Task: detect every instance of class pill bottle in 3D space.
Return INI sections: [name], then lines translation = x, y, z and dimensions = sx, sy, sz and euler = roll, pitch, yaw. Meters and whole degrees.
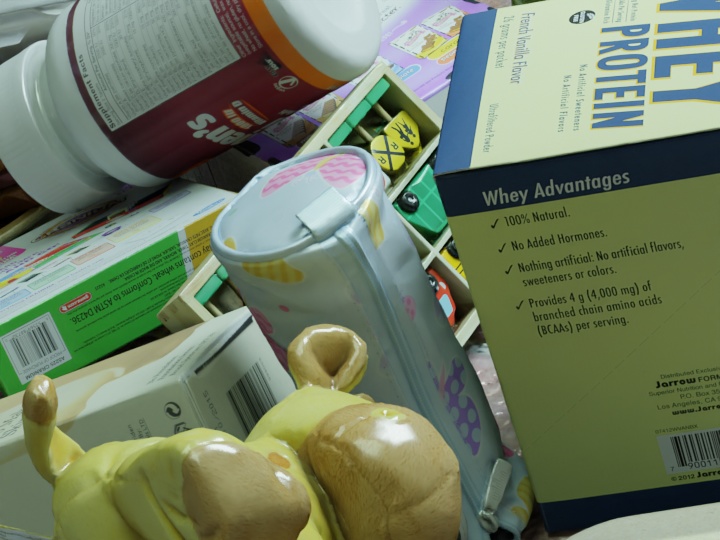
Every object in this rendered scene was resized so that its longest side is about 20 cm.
[pill bottle]
translation = -0.097, -0.112, 1.387
dimensions = 0.199, 0.110, 0.110
euler = -27, 27, 26

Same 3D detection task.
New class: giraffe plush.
[giraffe plush]
translation = -0.029, 0.106, 1.028
dimensions = 0.161, 0.174, 0.200
euler = -19, 29, -34

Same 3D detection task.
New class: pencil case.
[pencil case]
translation = 0.008, 0.043, 1.158
dimensions = 0.083, 0.201, 0.091
euler = -28, 26, -2

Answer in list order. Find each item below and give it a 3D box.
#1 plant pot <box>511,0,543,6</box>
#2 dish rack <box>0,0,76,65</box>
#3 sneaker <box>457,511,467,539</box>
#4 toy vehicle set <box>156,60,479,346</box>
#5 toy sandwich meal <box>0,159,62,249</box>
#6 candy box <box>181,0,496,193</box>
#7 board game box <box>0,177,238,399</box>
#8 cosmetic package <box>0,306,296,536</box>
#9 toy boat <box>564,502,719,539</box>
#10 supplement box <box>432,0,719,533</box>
[plant pot]
translation = 0.153, -0.220, 1.471
dimensions = 0.199, 0.191, 0.201
euler = -14, 33, 10
[dish rack]
translation = -0.182, -0.144, 1.576
dimensions = 0.171, 0.044, 0.200
euler = -13, -8, -17
[sneaker]
translation = -0.047, 0.167, 1.102
dimensions = 0.201, 0.077, 0.146
euler = -22, 22, 11
[toy vehicle set]
translation = 0.000, 0.000, 1.297
dimensions = 0.026, 0.124, 0.200
euler = -39, 10, 50
[toy sandwich meal]
translation = -0.236, -0.060, 1.526
dimensions = 0.204, 0.071, 0.206
euler = -21, 27, 11
[candy box]
translation = -0.015, -0.096, 1.486
dimensions = 0.167, 0.072, 0.200
euler = -34, 36, -20
[board game box]
translation = -0.143, 0.003, 1.376
dimensions = 0.152, 0.041, 0.200
euler = -28, 14, -12
[cosmetic package]
translation = -0.132, 0.091, 1.210
dimensions = 0.199, 0.071, 0.105
euler = -21, 11, 23
[toy boat]
translation = 0.150, 0.164, 1.000
dimensions = 0.199, 0.131, 0.132
euler = -11, 63, 13
[supplement box]
translation = 0.156, -0.013, 1.156
dimensions = 0.199, 0.201, 0.135
euler = -9, 34, 15
